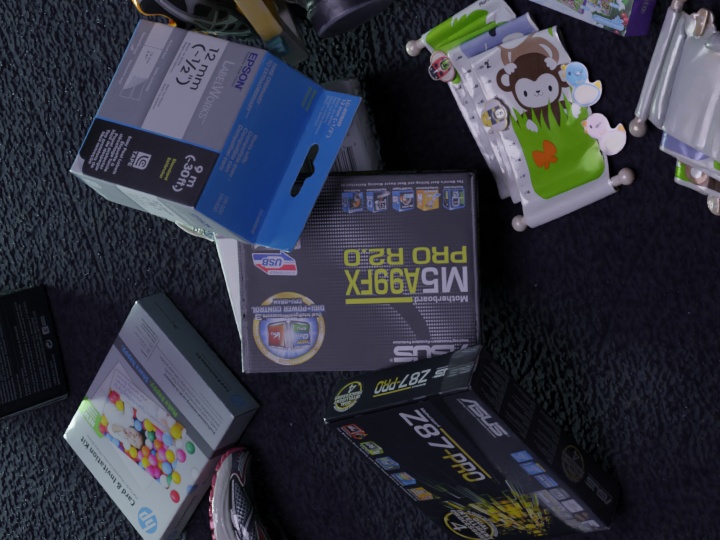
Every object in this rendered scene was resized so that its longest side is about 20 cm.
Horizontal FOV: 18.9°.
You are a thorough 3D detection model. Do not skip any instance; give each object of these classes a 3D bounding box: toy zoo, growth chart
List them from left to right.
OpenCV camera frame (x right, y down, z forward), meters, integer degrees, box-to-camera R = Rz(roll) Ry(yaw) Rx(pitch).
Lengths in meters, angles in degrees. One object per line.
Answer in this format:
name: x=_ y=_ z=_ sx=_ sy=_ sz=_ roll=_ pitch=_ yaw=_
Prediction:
toy zoo: x=-0.096 y=-0.253 z=1.788 sx=0.020 sy=0.131 sz=0.201 roll=-28 pitch=59 yaw=9
growth chart: x=0.131 y=-0.132 z=1.739 sx=0.144 sy=0.018 sz=0.201 roll=-35 pitch=81 yaw=40
growth chart: x=0.285 y=-0.102 z=1.607 sx=0.200 sy=0.018 sz=0.146 roll=37 pitch=125 yaw=26

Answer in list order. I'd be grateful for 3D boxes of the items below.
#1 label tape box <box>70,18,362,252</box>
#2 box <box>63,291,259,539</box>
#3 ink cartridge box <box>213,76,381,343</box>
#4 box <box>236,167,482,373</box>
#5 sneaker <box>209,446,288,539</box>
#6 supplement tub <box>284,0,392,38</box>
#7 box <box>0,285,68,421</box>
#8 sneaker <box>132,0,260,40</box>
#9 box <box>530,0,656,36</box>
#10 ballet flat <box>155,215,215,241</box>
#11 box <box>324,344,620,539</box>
label tape box: x=-0.117 y=-0.109 z=1.735 sx=0.199 sy=0.066 sz=0.144 roll=16 pitch=76 yaw=34
box: x=-0.195 y=0.146 z=2.085 sx=0.156 sy=0.041 sz=0.201 roll=48 pitch=130 yaw=20
ink cartridge box: x=-0.050 y=-0.049 z=1.832 sx=0.145 sy=0.086 sz=0.202 roll=-13 pitch=97 yaw=7
box: x=0.000 y=0.000 z=1.768 sx=0.198 sy=0.044 sz=0.162 roll=-1 pitch=96 yaw=6
sneaker: x=-0.092 y=0.263 z=2.020 sx=0.074 sy=0.081 sz=0.202 roll=-14 pitch=83 yaw=6
supplement tub: x=-0.046 y=-0.295 z=1.781 sx=0.107 sy=0.107 sz=0.201 roll=-31 pitch=84 yaw=41
box: x=-0.438 y=0.101 z=2.173 sx=0.199 sy=0.196 sz=0.125 roll=-7 pitch=99 yaw=41
sneaker: x=-0.133 y=-0.232 z=1.822 sx=0.077 sy=0.200 sz=0.079 roll=-30 pitch=74 yaw=10
box: x=0.148 y=-0.275 z=1.657 sx=0.199 sy=0.039 sz=0.138 roll=26 pitch=112 yaw=32
ballet flat: x=-0.121 y=-0.049 z=1.957 sx=0.199 sy=0.074 sz=0.075 roll=29 pitch=121 yaw=33
box: x=0.092 y=0.149 z=1.767 sx=0.160 sy=0.049 sz=0.200 roll=-16 pitch=130 yaw=39
